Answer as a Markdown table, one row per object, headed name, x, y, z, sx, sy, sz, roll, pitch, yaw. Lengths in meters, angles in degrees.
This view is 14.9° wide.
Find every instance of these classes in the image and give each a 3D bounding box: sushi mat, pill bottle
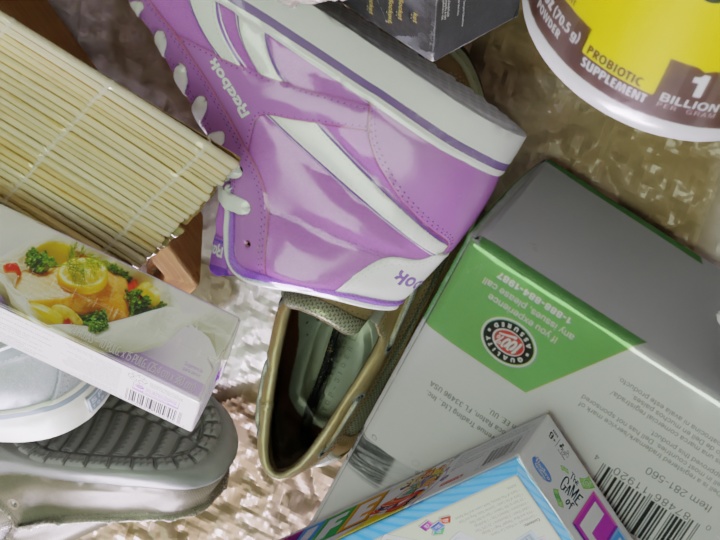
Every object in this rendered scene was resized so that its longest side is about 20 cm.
| name | x | y | z | sx | sy | sz | roll | pitch | yaw |
| --- | --- | --- | --- | --- | --- | --- | --- | --- | --- |
| sushi mat | -0.148 | -0.065 | 1.011 | 0.200 | 0.012 | 0.096 | 32 | 134 | -14 |
| pill bottle | 0.133 | -0.145 | 0.927 | 0.109 | 0.109 | 0.200 | 31 | 136 | 8 |

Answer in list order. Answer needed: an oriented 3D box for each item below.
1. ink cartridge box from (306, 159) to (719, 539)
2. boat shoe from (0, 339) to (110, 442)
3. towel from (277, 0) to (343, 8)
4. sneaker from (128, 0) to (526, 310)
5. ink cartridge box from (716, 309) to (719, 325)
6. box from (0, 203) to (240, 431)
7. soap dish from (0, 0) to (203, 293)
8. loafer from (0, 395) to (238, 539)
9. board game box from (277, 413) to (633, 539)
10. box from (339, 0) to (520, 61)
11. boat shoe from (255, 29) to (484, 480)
| name | x | y | z | sx | sy | sz | roll | pitch | yaw |
| --- | --- | --- | --- | --- | --- | --- | --- | --- | --- |
| ink cartridge box | 0.076 | 0.081 | 1.101 | 0.146 | 0.084 | 0.200 | 34 | 125 | 7 |
| boat shoe | -0.198 | 0.028 | 1.107 | 0.200 | 0.070 | 0.072 | -4 | 131 | 19 |
| towel | 0.009 | -0.154 | 0.903 | 0.200 | 0.034 | 0.133 | -2 | 114 | 53 |
| sneaker | -0.050 | -0.061 | 1.040 | 0.200 | 0.073 | 0.114 | 37 | 104 | 10 |
| ink cartridge box | 0.232 | 0.069 | 0.998 | 0.200 | 0.116 | 0.067 | 58 | 165 | -10 |
| box | -0.142 | -0.002 | 1.035 | 0.200 | 0.039 | 0.041 | 25 | 156 | 2 |
| soap dish | -0.172 | -0.047 | 1.155 | 0.157 | 0.081 | 0.200 | -31 | 99 | 33 |
| loafer | -0.138 | 0.088 | 1.220 | 0.200 | 0.075 | 0.070 | 1 | 126 | 29 |
| board game box | 0.029 | 0.153 | 1.088 | 0.200 | 0.034 | 0.135 | -27 | 102 | 34 |
| box | -0.007 | -0.196 | 0.967 | 0.158 | 0.050 | 0.200 | 35 | 140 | 32 |
| boat shoe | 0.000 | 0.000 | 1.101 | 0.072 | 0.076 | 0.200 | 21 | 121 | 15 |
